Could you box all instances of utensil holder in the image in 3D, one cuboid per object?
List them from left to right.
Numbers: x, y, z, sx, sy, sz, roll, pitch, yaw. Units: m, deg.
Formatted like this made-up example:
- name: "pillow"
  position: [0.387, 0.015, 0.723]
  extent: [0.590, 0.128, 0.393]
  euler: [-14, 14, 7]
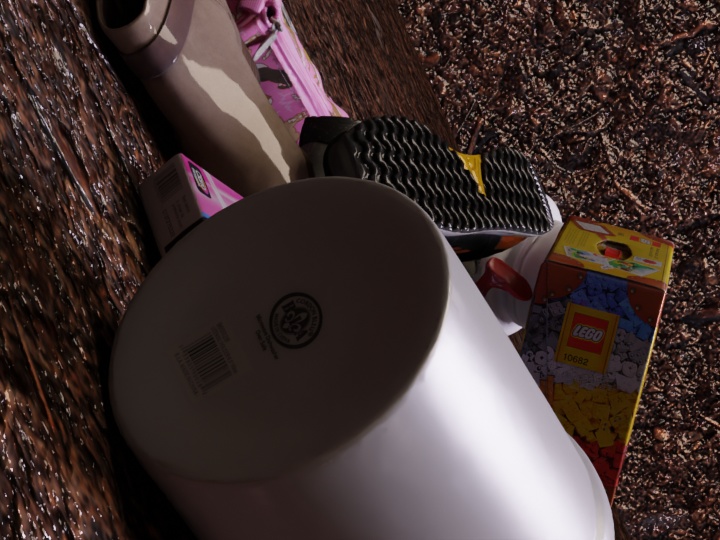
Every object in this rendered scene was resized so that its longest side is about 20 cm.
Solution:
- name: "utensil holder"
  position: [0.004, 0.080, 0.941]
  extent: [0.200, 0.169, 0.170]
  euler: [58, 12, -45]

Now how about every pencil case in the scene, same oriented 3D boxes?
- name: "pencil case"
  position: [-0.060, -0.120, 1.384]
  extent: [0.200, 0.082, 0.087]
  euler: [60, 10, -50]

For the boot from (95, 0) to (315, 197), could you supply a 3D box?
- name: "boot"
  position: [-0.094, -0.100, 1.195]
  extent: [0.146, 0.070, 0.201]
  euler: [48, 20, -50]

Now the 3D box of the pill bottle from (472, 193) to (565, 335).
- name: "pill bottle"
  position: [0.068, -0.021, 1.530]
  extent: [0.199, 0.110, 0.109]
  euler: [22, -20, 32]

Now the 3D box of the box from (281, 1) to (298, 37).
- name: "box"
  position: [-0.101, -0.216, 1.500]
  extent: [0.161, 0.049, 0.201]
  euler: [-102, 167, -67]

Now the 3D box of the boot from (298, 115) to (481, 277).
- name: "boot"
  position: [0.000, 0.000, 1.376]
  extent: [0.200, 0.067, 0.131]
  euler: [41, 60, -48]

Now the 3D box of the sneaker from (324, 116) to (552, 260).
- name: "sneaker"
  position: [0.031, -0.035, 1.278]
  extent: [0.200, 0.090, 0.070]
  euler: [7, 59, -52]

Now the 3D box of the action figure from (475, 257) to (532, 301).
- name: "action figure"
  position: [0.061, 0.081, 1.349]
  extent: [0.099, 0.065, 0.200]
  euler: [49, -33, 5]

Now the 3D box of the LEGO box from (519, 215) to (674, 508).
- name: "LEGO box"
  position: [0.143, 0.057, 1.352]
  extent: [0.200, 0.077, 0.150]
  euler: [-44, 147, -77]

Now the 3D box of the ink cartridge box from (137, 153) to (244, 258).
- name: "ink cartridge box"
  position: [-0.033, 0.022, 1.125]
  extent: [0.200, 0.037, 0.095]
  euler: [38, 21, -45]
